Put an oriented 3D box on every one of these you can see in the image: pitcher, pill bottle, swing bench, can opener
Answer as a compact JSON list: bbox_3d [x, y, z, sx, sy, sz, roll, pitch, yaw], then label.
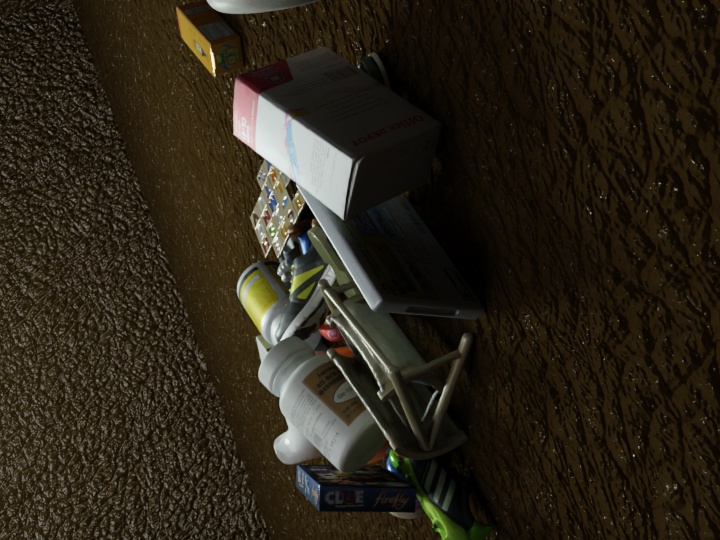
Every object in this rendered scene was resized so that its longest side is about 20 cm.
[{"bbox_3d":[-0.060,0.244,1.511,0.122,0.169,0.202,-119,34,-49],"label":"pitcher"},{"bbox_3d":[-0.156,0.076,1.649,0.200,0.113,0.116,48,150,48],"label":"pill bottle"},{"bbox_3d":[-0.055,0.191,1.251,0.199,0.114,0.115,38,146,28],"label":"pill bottle"},{"bbox_3d":[0.045,0.123,1.138,0.199,0.128,0.202,49,150,44],"label":"swing bench"},{"bbox_3d":[-0.124,-0.047,1.550,0.053,0.066,0.202,41,153,35],"label":"can opener"}]

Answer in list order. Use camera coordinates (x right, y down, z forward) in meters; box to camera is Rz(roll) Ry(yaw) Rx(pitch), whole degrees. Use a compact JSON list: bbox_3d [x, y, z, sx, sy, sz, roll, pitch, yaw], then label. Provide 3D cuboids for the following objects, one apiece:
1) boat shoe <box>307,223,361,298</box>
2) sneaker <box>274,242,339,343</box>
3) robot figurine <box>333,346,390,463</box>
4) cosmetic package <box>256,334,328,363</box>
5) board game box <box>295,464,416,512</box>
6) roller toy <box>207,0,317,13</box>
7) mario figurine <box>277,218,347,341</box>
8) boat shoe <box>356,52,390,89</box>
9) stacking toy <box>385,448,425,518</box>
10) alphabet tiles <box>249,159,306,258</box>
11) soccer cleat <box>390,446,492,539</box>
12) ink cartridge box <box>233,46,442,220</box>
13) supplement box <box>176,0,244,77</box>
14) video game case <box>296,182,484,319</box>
[{"bbox_3d":[0.000,0.000,1.235,0.075,0.068,0.201,34,159,52],"label":"boat shoe"},{"bbox_3d":[-0.078,0.025,1.320,0.084,0.201,0.074,38,-172,22],"label":"sneaker"},{"bbox_3d":[-0.003,0.225,1.379,0.143,0.115,0.203,10,116,65],"label":"robot figurine"},{"bbox_3d":[-0.117,0.186,1.650,0.200,0.111,0.082,37,142,55],"label":"cosmetic package"},{"bbox_3d":[-0.012,0.308,1.211,0.200,0.133,0.035,161,113,-76],"label":"board game box"},{"bbox_3d":[-0.106,-0.380,1.002,0.181,0.199,0.142,17,128,41],"label":"roller toy"},{"bbox_3d":[-0.064,0.018,1.371,0.123,0.105,0.203,-1,106,68],"label":"mario figurine"},{"bbox_3d":[-0.003,-0.183,1.086,0.202,0.061,0.073,98,150,-49],"label":"boat shoe"},{"bbox_3d":[0.074,0.274,1.283,0.085,0.084,0.203,45,142,50],"label":"stacking toy"},{"bbox_3d":[-0.143,-0.128,1.462,0.201,0.007,0.168,-59,43,38],"label":"alphabet tiles"},{"bbox_3d":[0.108,0.294,1.185,0.202,0.080,0.068,60,164,20],"label":"soccer cleat"},{"bbox_3d":[-0.030,-0.162,0.970,0.200,0.147,0.086,40,137,27],"label":"ink cartridge box"},{"bbox_3d":[-0.285,-0.441,1.604,0.201,0.068,0.067,-126,25,-44],"label":"supplement box"},{"bbox_3d":[0.035,-0.027,0.982,0.022,0.180,0.201,-51,53,27],"label":"video game case"}]
